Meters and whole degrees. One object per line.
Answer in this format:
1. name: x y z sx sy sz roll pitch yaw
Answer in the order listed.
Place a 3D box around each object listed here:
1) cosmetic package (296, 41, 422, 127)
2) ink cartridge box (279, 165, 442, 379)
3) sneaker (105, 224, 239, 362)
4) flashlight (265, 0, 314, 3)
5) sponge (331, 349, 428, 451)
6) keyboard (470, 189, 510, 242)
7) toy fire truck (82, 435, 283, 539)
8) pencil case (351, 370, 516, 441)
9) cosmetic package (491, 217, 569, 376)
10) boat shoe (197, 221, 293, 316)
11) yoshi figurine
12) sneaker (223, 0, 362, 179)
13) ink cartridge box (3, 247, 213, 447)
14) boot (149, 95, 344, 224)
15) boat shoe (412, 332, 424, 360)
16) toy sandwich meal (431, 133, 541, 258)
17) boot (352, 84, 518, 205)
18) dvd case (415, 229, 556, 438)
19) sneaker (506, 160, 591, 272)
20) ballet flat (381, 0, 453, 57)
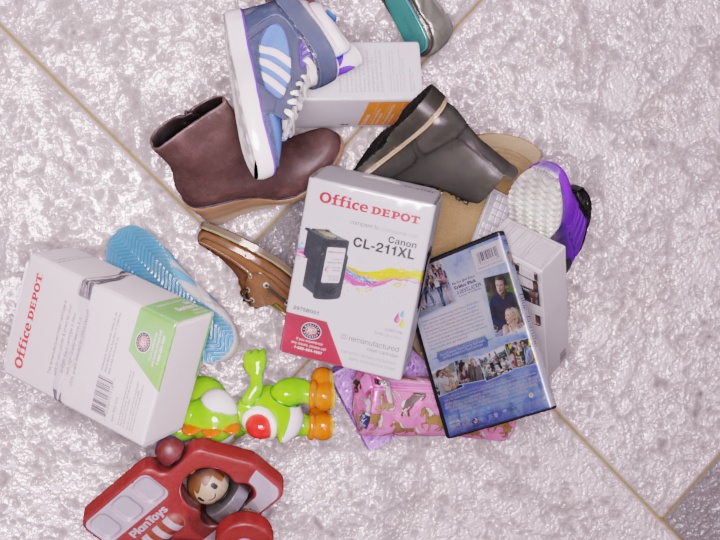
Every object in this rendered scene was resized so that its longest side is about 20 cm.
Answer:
1. cosmetic package: -0.035 -0.213 1.232 0.197 0.101 0.072 -2 80 -10
2. ink cartridge box: 0.000 0.000 1.182 0.144 0.083 0.203 12 105 7
3. sneaker: -0.220 0.032 1.241 0.076 0.081 0.200 -42 81 -3
4. flashlight: -0.071 -0.324 1.171 0.067 0.200 0.069 15 93 -10
5. sponge: 0.070 0.129 1.323 0.198 0.030 0.113 -28 99 -8
6. keyboard: 0.142 0.007 1.263 0.056 0.011 0.202 21 89 -24
7. toy fire truck: -0.194 0.269 1.209 0.199 0.113 0.168 -40 116 16
8. pencil case: 0.089 0.160 1.270 0.197 0.086 0.084 5 96 -13
9. cosmetic package: 0.197 0.037 1.254 0.051 0.082 0.201 -42 142 -23
10. boat shoe: -0.113 0.015 1.257 0.198 0.072 0.069 30 88 -11
11. yoshi figurine: -0.134 0.155 1.256 0.197 0.112 0.114 -3 75 -13
12. sneaker: -0.061 -0.198 1.122 0.144 0.081 0.203 -8 69 -12
13. ink cartridge box: -0.278 0.079 1.169 0.198 0.084 0.147 23 106 19
14. boot: -0.122 -0.138 1.199 0.198 0.167 0.073 -28 57 -2
15. boat shoe: 0.053 0.024 1.285 0.072 0.068 0.202 -32 92 -16
16. toy sandwich meal: 0.147 -0.067 1.306 0.202 0.070 0.208 -4 105 -16
17. boot: 0.071 -0.104 1.223 0.138 0.200 0.078 39 53 -10
18. dvd case: 0.128 0.074 1.192 0.142 0.017 0.203 -22 79 35
19. sneaker: 0.226 -0.073 1.227 0.069 0.201 0.100 31 65 27
20. ballet flat: 0.044 -0.351 1.270 0.064 0.067 0.201 -38 102 -33
